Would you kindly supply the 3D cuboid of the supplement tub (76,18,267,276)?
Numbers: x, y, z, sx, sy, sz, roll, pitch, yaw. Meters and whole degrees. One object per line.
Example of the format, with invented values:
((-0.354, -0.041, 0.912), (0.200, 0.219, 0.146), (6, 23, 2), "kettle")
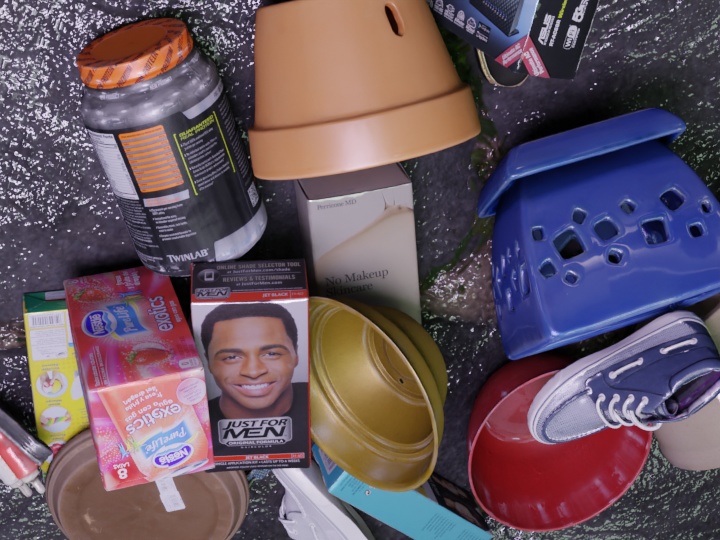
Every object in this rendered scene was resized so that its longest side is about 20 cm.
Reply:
((-0.163, -0.106, 1.106), (0.122, 0.123, 0.200), (-20, 120, -5), "supplement tub")

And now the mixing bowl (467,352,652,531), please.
((0.192, 0.163, 1.353), (0.200, 0.108, 0.200), (-7, 117, -13), "mixing bowl")

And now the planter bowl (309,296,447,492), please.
((0.018, 0.095, 1.176), (0.083, 0.200, 0.201), (-34, 128, -37), "planter bowl")

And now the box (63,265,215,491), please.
((-0.192, 0.085, 1.101), (0.095, 0.200, 0.103), (-11, 119, -14), "box")

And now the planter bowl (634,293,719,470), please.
((0.367, 0.090, 1.329), (0.200, 0.200, 0.135), (-34, 102, 3), "planter bowl")

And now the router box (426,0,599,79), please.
((0.122, -0.262, 1.058), (0.062, 0.200, 0.150), (1, 116, -31), "router box")

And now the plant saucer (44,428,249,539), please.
((-0.208, 0.226, 1.252), (0.200, 0.029, 0.200), (-1, 125, -2), "plant saucer")

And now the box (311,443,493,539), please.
((0.045, 0.236, 1.364), (0.200, 0.082, 0.049), (33, 103, -28), "box")

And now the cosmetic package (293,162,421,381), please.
((0.000, 0.000, 1.236), (0.103, 0.073, 0.200), (-11, 120, -9), "cosmetic package")

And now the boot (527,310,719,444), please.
((0.252, 0.121, 1.226), (0.200, 0.090, 0.073), (-37, 120, 14), "boot")

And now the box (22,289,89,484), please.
((-0.257, 0.114, 1.238), (0.117, 0.048, 0.200), (-5, 115, -14), "box")

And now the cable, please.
((-0.356, 0.132, 1.178), (0.200, 0.097, 0.050), (49, 65, -22), "cable")

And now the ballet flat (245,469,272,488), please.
((-0.117, 0.178, 1.290), (0.074, 0.074, 0.200), (31, 103, -27), "ballet flat")

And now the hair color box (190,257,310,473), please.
((-0.095, 0.087, 1.135), (0.101, 0.061, 0.200), (-3, 127, -4), "hair color box")

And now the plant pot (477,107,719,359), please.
((0.217, -0.035, 1.197), (0.200, 0.200, 0.180), (-17, 83, -6), "plant pot")

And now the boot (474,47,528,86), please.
((0.159, -0.239, 1.118), (0.077, 0.138, 0.200), (-3, 119, -17), "boot")

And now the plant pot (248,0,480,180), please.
((-0.008, -0.168, 1.092), (0.200, 0.200, 0.140), (-14, 102, -9), "plant pot")

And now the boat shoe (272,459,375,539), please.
((-0.049, 0.261, 1.365), (0.068, 0.072, 0.200), (-34, 129, 2), "boat shoe")

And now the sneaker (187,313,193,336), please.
((-0.148, 0.098, 1.243), (0.076, 0.081, 0.200), (10, 117, -38), "sneaker")
